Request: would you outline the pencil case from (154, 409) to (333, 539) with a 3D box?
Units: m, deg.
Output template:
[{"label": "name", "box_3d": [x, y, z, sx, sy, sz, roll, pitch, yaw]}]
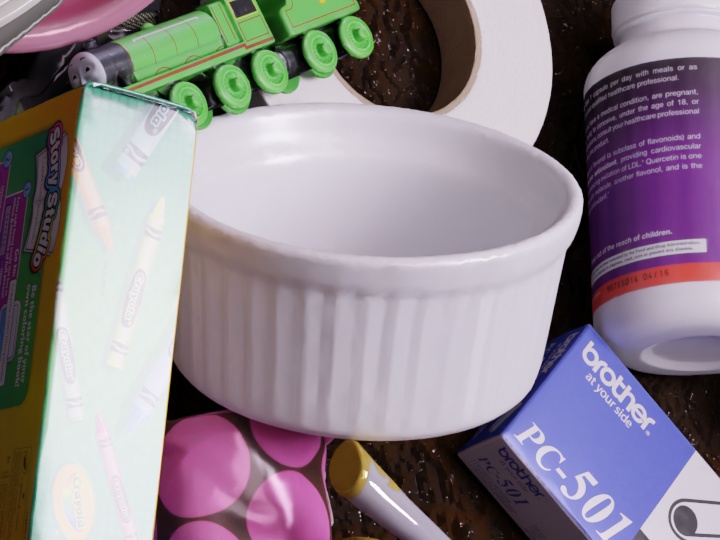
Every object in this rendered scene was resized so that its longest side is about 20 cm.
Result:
[{"label": "pencil case", "box_3d": [-0.051, 0.163, 1.212, 0.094, 0.091, 0.201, 14, 68, -41]}]

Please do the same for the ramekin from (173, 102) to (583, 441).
[{"label": "ramekin", "box_3d": [0.000, 0.000, 1.233, 0.200, 0.200, 0.098, -13, 118, -35]}]

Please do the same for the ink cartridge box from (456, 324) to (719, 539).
[{"label": "ink cartridge box", "box_3d": [0.147, 0.135, 1.374, 0.200, 0.044, 0.094, 49, 53, -9]}]

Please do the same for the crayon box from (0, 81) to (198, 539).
[{"label": "crayon box", "box_3d": [-0.131, 0.031, 1.113, 0.058, 0.119, 0.201, 14, 74, -32]}]

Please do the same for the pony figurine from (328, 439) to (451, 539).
[{"label": "pony figurine", "box_3d": [0.072, 0.182, 1.174, 0.200, 0.167, 0.193, 26, 29, -33]}]

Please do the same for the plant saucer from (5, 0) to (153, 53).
[{"label": "plant saucer", "box_3d": [-0.157, -0.199, 1.175, 0.200, 0.051, 0.201, -8, 114, -18]}]

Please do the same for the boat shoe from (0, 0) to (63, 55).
[{"label": "boat shoe", "box_3d": [-0.204, -0.095, 1.135, 0.201, 0.060, 0.072, -33, 60, -19]}]

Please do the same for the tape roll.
[{"label": "tape roll", "box_3d": [0.009, -0.124, 1.378, 0.202, 0.037, 0.203, 11, 69, -29]}]

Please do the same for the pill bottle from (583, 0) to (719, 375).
[{"label": "pill bottle", "box_3d": [0.178, -0.051, 1.416, 0.112, 0.112, 0.201, 10, 69, -30]}]

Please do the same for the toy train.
[{"label": "toy train", "box_3d": [-0.066, -0.102, 1.251, 0.200, 0.042, 0.057, -26, 92, -49]}]

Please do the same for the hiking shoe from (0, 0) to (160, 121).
[{"label": "hiking shoe", "box_3d": [-0.126, -0.088, 1.266, 0.101, 0.076, 0.200, 41, 62, -29]}]
